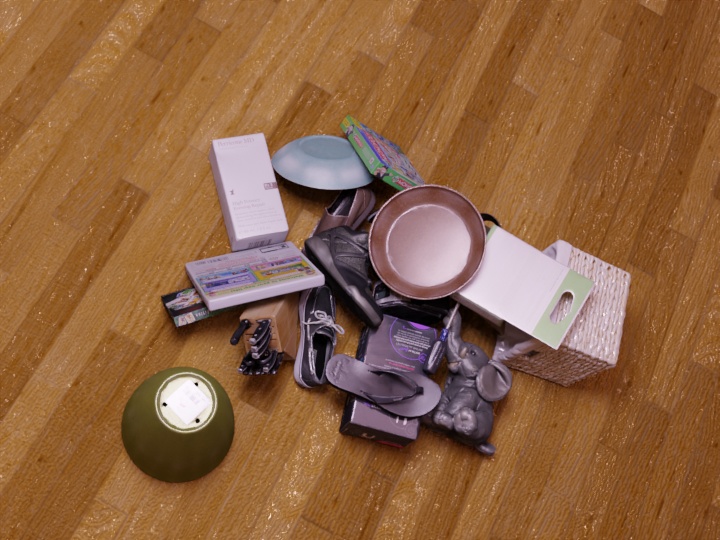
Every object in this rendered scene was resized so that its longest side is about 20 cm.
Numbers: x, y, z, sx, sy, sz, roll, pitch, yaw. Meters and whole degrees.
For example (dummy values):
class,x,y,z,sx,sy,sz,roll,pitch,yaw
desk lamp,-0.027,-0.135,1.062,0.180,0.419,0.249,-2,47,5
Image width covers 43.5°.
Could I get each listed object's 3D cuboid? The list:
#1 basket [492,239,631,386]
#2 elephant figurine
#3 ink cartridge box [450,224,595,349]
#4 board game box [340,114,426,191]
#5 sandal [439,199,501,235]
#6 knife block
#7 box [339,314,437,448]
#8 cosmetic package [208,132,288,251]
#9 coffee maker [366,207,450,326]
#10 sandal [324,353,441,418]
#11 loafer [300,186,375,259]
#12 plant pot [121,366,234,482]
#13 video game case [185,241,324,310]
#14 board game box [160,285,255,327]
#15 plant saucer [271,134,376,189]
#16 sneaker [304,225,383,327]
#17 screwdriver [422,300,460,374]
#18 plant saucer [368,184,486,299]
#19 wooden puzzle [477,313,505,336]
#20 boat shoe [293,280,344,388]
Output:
class,x,y,z,sx,sy,sz,roll,pitch,yaw
basket,0.365,0.083,1.641,0.160,0.198,0.200,21,66,-11
elephant figurine,0.193,0.195,1.582,0.141,0.155,0.200,16,71,20
ink cartridge box,0.274,0.032,1.530,0.200,0.048,0.146,31,73,10
board game box,0.047,-0.205,1.659,0.134,0.029,0.200,28,21,-33
sandal,0.217,-0.072,1.611,0.201,0.057,0.080,37,47,-37
knife block,-0.160,0.083,1.507,0.064,0.176,0.201,-3,69,13
box,0.048,0.192,1.563,0.122,0.106,0.200,16,67,-6
cosmetic package,-0.205,-0.143,1.638,0.101,0.074,0.200,-12,75,-19
coffee maker,0.108,-0.004,1.636,0.192,0.135,0.201,4,70,-14
sandal,0.038,0.191,1.480,0.200,0.043,0.076,15,68,-6
loafer,-0.054,-0.082,1.633,0.073,0.071,0.200,24,75,34
plant pot,-0.280,0.225,1.413,0.187,0.200,0.188,5,69,-13
video game case,-0.185,0.006,1.548,0.200,0.182,0.022,-13,115,-19
board game box,-0.234,0.040,1.550,0.200,0.105,0.024,-17,113,-18
plant saucer,-0.062,-0.210,1.656,0.200,0.039,0.201,6,32,-4
sneaker,0.000,0.000,1.549,0.114,0.076,0.200,-31,65,-14
screwdriver,0.151,0.085,1.543,0.029,0.028,0.200,25,75,-13
plant saucer,0.114,-0.046,1.529,0.200,0.037,0.201,-2,77,10
wooden puzzle,0.212,-0.002,1.654,0.200,0.037,0.185,42,44,-34
boat shoe,-0.070,0.104,1.575,0.073,0.068,0.200,24,65,-29
